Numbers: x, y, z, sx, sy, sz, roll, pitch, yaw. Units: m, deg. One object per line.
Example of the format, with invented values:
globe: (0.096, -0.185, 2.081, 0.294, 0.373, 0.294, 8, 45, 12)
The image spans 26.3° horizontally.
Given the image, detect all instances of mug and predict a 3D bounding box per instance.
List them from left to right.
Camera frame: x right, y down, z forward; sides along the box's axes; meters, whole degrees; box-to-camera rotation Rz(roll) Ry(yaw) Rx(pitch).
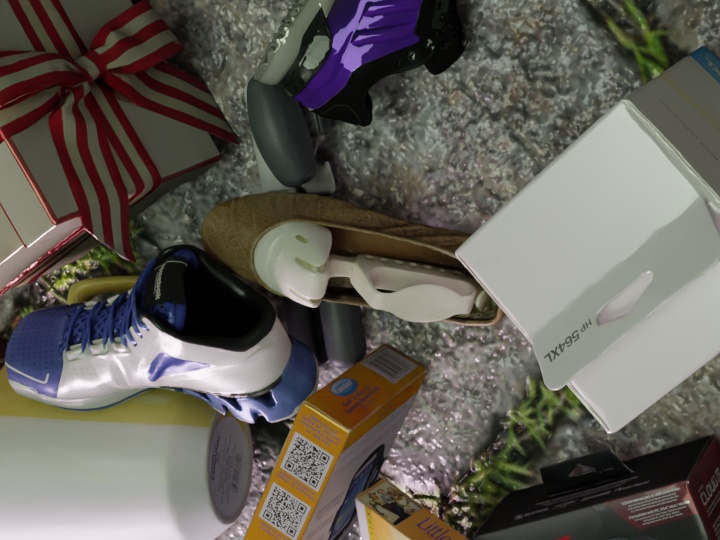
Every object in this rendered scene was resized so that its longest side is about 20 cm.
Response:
mug: (-0.161, 0.112, 1.044, 0.153, 0.149, 0.187, -1, 111, 18)

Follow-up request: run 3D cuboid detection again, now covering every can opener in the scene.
can opener: (-0.043, -0.029, 0.983, 0.053, 0.067, 0.201, -4, 103, 27)

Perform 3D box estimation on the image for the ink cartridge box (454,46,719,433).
ink cartridge box: (0.156, -0.020, 0.812, 0.125, 0.200, 0.129, 49, 119, 6)

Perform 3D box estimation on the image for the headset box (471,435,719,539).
headset box: (0.172, 0.203, 0.941, 0.149, 0.077, 0.201, -20, 97, 29)

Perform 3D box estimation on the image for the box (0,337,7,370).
box: (-0.351, 0.032, 1.133, 0.075, 0.100, 0.200, -39, 86, 29)

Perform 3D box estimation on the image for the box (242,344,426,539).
box: (-0.031, 0.153, 1.001, 0.041, 0.119, 0.200, 32, 116, 14)

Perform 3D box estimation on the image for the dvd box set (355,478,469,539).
dvd box set: (0.074, 0.234, 0.953, 0.200, 0.029, 0.147, 31, 138, 45)

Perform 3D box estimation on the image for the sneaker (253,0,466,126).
sneaker: (0.030, -0.171, 0.912, 0.099, 0.070, 0.200, 34, 109, -9)

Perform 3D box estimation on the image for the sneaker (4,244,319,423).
sneaker: (-0.130, 0.031, 0.963, 0.199, 0.081, 0.115, 3, 144, 14)

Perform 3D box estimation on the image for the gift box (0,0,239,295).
gift box: (-0.205, -0.081, 0.989, 0.187, 0.184, 0.200, -33, 93, 38)

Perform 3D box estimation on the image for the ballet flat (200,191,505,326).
ballet flat: (0.000, 0.000, 0.928, 0.199, 0.072, 0.068, 12, 116, -4)
